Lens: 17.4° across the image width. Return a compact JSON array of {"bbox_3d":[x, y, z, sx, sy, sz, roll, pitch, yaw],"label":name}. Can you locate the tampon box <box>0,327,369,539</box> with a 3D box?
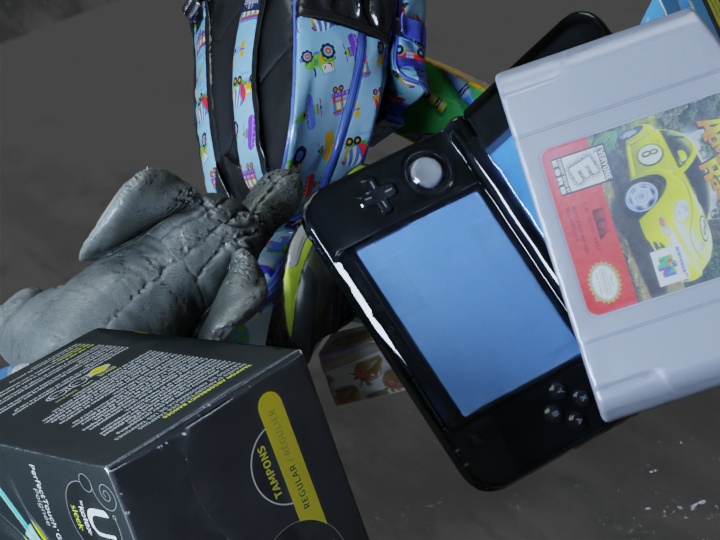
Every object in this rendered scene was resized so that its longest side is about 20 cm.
[{"bbox_3d":[-0.107,0.125,1.202,0.126,0.150,0.200,-30,20,-32],"label":"tampon box"}]

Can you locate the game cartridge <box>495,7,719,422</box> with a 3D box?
[{"bbox_3d":[0.162,-0.033,1.252,0.133,0.200,0.041,-18,-12,5],"label":"game cartridge"}]

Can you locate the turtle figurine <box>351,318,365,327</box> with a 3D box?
[{"bbox_3d":[0.049,-0.032,1.646,0.150,0.101,0.200,-17,10,1],"label":"turtle figurine"}]

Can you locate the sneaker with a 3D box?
[{"bbox_3d":[0.000,0.000,1.484,0.081,0.074,0.200,20,37,11],"label":"sneaker"}]

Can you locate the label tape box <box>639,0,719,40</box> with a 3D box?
[{"bbox_3d":[0.233,-0.107,1.432,0.066,0.200,0.143,-44,46,32],"label":"label tape box"}]

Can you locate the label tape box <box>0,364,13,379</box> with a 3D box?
[{"bbox_3d":[-0.303,0.138,1.521,0.200,0.063,0.144,-19,17,-2],"label":"label tape box"}]

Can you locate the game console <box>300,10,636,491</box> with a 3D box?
[{"bbox_3d":[0.094,-0.011,1.290,0.176,0.200,0.116,-26,-16,-23],"label":"game console"}]

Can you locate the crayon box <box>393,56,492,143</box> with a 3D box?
[{"bbox_3d":[0.084,-0.105,1.693,0.200,0.058,0.119,29,9,42],"label":"crayon box"}]

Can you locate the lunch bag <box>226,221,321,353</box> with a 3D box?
[{"bbox_3d":[-0.117,0.032,1.640,0.200,0.083,0.161,-12,20,24],"label":"lunch bag"}]

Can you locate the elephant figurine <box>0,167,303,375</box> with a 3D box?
[{"bbox_3d":[-0.114,0.004,1.385,0.200,0.142,0.155,-46,35,-1],"label":"elephant figurine"}]

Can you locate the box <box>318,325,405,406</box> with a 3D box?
[{"bbox_3d":[0.074,0.041,1.473,0.200,0.039,0.041,-13,17,17],"label":"box"}]

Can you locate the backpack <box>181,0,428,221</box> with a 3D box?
[{"bbox_3d":[-0.037,-0.125,1.608,0.134,0.200,0.183,9,-22,-23],"label":"backpack"}]
